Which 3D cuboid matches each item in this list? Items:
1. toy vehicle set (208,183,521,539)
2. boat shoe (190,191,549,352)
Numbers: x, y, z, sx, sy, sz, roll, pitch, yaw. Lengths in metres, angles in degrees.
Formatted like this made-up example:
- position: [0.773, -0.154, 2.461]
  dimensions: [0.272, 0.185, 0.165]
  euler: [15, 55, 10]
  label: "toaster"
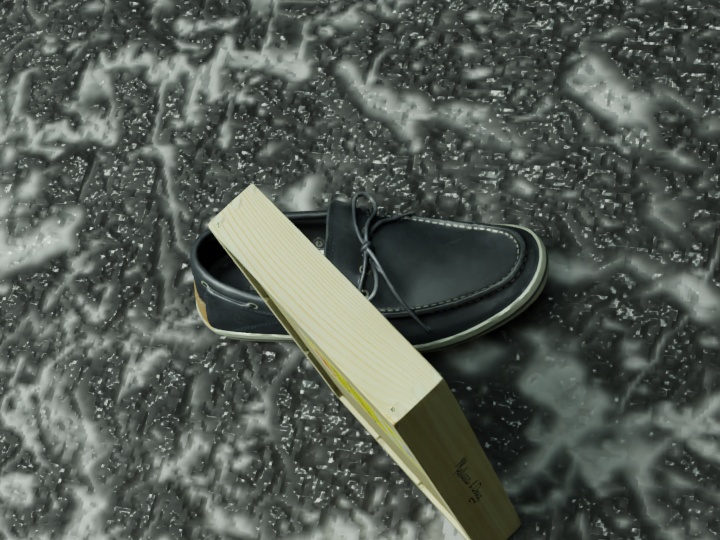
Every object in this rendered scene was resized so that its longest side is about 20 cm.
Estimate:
- position: [0.008, 0.053, 0.614]
  dimensions: [0.026, 0.200, 0.124]
  euler: [-41, 61, -6]
  label: "toy vehicle set"
- position: [0.000, 0.000, 0.720]
  dimensions: [0.197, 0.062, 0.075]
  euler: [-2, 57, 15]
  label: "boat shoe"
